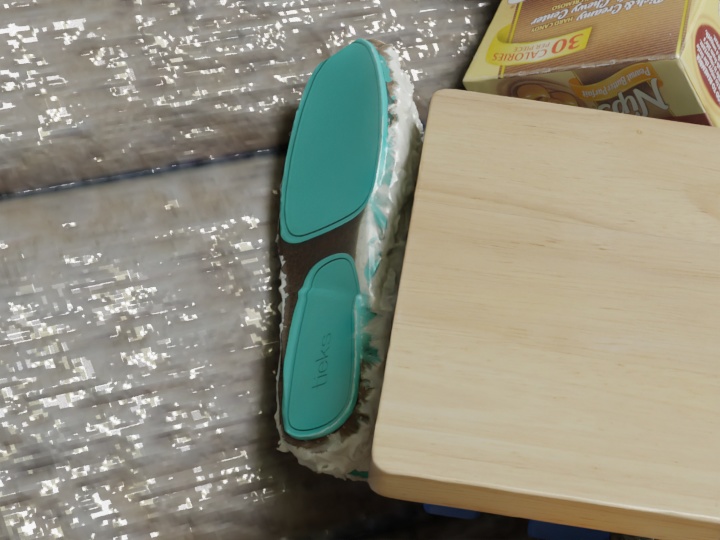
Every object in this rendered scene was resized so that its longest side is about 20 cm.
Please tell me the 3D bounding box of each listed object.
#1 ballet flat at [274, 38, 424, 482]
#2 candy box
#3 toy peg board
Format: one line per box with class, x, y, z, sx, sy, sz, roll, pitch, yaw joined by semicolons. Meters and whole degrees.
ballet flat;0.000;0.000;0.938;0.071;0.072;0.201;15;62;-18
candy box;0.139;-0.145;1.033;0.055;0.115;0.201;55;47;-35
toy peg board;0.111;0.042;0.891;0.199;0.098;0.200;8;50;3
